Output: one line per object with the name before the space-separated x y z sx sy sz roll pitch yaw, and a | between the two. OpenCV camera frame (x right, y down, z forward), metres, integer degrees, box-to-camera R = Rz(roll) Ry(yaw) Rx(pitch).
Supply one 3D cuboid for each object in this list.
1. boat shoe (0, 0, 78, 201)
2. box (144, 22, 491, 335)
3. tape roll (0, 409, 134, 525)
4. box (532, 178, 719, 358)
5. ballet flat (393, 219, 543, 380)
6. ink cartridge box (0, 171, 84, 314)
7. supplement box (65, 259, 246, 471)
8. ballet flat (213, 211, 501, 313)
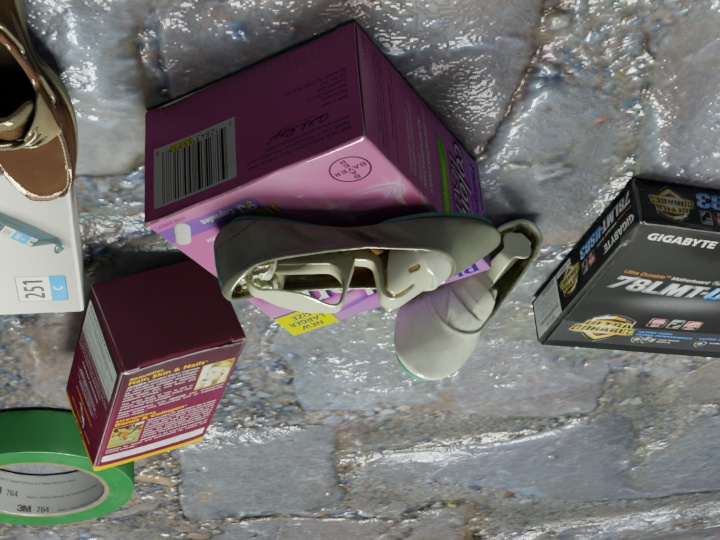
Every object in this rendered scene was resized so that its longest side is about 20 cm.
boat shoe | -0.229 -0.108 0.884 0.075 0.072 0.201 -14 140 2
box | -0.028 -0.056 1.001 0.174 0.098 0.200 -19 147 22
tape roll | -0.335 0.208 1.449 0.198 0.049 0.201 -3 149 -2
box | 0.276 0.006 1.197 0.198 0.050 0.199 6 149 -19
ballet flat | 0.088 0.012 1.080 0.069 0.200 0.070 14 122 24
ink cartridge box | -0.302 -0.032 1.055 0.174 0.045 0.201 -1 149 -8
supplement box | -0.180 0.083 1.196 0.109 0.086 0.200 -14 155 -26
ballet flat | 0.000 0.000 0.942 0.197 0.064 0.068 0 149 -9
